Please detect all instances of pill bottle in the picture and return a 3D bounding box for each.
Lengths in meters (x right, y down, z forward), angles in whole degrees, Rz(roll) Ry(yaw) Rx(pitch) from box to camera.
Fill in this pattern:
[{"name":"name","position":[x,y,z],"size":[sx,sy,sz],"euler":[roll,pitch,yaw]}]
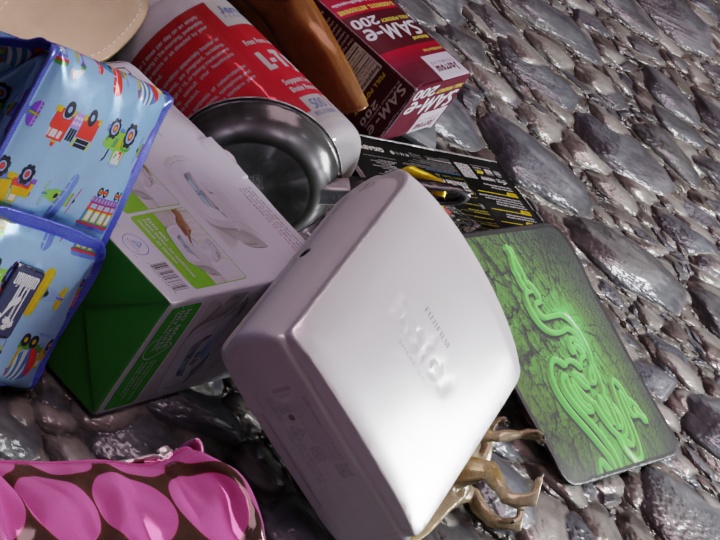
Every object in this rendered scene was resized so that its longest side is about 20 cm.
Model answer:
[{"name":"pill bottle","position":[-0.103,-0.118,1.650],"size":[0.200,0.112,0.112],"euler":[45,26,17]}]

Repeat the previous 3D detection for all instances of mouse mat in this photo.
[{"name":"mouse mat","position":[0.144,0.055,1.724],"size":[0.161,0.008,0.201],"euler":[-9,68,-53]}]

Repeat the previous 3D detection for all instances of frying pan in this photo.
[{"name":"frying pan","position":[-0.037,-0.045,1.562],"size":[0.189,0.115,0.031],"euler":[27,36,-17]}]

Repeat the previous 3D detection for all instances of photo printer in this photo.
[{"name":"photo printer","position":[0.016,0.047,1.447],"size":[0.167,0.069,0.200],"euler":[59,40,-19]}]

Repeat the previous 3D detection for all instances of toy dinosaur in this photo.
[{"name":"toy dinosaur","position":[0.060,0.132,1.523],"size":[0.101,0.058,0.200],"euler":[17,37,-2]}]

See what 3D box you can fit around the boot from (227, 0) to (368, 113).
[{"name":"boot","position":[-0.050,-0.201,1.727],"size":[0.068,0.188,0.201],"euler":[-31,102,-37]}]

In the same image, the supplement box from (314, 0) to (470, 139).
[{"name":"supplement box","position":[-0.021,-0.189,1.861],"size":[0.200,0.061,0.109],"euler":[43,26,12]}]

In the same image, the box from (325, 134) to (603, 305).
[{"name":"box","position":[0.067,-0.025,1.786],"size":[0.199,0.049,0.160],"euler":[7,41,-47]}]

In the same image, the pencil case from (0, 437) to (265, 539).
[{"name":"pencil case","position":[-0.143,0.130,1.208],"size":[0.200,0.090,0.094],"euler":[7,73,-50]}]

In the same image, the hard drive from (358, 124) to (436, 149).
[{"name":"hard drive","position":[-0.030,-0.165,1.918],"size":[0.199,0.033,0.140],"euler":[30,26,-15]}]

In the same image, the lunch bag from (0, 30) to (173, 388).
[{"name":"lunch bag","position":[-0.199,-0.025,1.290],"size":[0.094,0.201,0.150],"euler":[19,1,21]}]

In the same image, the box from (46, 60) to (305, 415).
[{"name":"box","position":[-0.149,-0.028,1.455],"size":[0.200,0.097,0.176],"euler":[45,26,17]}]

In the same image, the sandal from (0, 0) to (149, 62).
[{"name":"sandal","position":[-0.227,-0.130,1.574],"size":[0.078,0.070,0.212],"euler":[44,48,2]}]

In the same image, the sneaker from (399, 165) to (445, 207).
[{"name":"sneaker","position":[0.000,0.000,1.594],"size":[0.073,0.077,0.200],"euler":[25,44,0]}]
